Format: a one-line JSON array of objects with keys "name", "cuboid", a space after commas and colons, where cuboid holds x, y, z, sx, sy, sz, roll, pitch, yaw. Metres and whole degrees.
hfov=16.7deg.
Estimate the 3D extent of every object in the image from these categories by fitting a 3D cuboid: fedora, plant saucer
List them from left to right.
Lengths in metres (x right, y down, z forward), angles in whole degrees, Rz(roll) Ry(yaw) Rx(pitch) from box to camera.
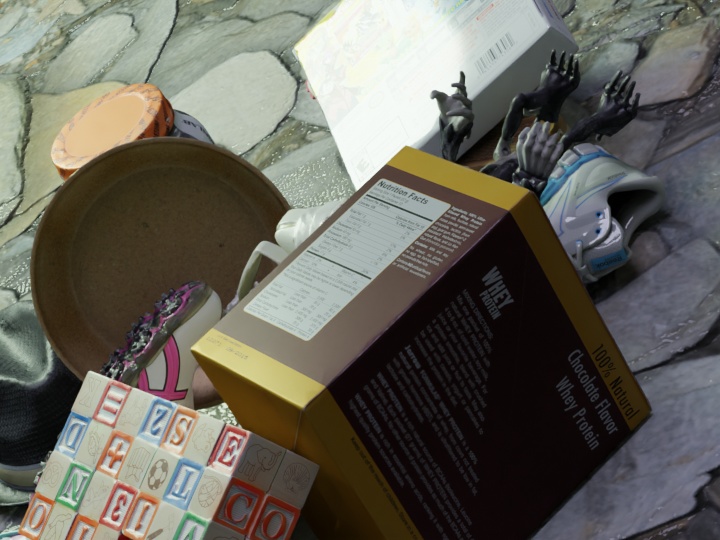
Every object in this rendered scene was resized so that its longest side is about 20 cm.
[{"name": "fedora", "cuboid": [-0.246, 0.086, 1.867, 0.199, 0.092, 0.201, -23, 33, 16]}, {"name": "plant saucer", "cuboid": [-0.135, 0.000, 1.753, 0.199, 0.201, 0.035, -28, 14, 6]}]

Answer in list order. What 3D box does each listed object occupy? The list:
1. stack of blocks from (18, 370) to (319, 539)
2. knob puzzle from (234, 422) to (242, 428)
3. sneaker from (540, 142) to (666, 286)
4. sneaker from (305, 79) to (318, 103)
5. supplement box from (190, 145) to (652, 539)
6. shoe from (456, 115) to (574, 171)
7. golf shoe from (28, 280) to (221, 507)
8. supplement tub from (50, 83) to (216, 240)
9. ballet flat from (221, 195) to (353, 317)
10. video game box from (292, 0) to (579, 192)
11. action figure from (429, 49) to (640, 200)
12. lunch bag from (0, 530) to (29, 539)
[{"name": "stack of blocks", "cuboid": [-0.122, 0.142, 1.521, 0.199, 0.058, 0.116, 14, 78, 54]}, {"name": "knob puzzle", "cuboid": [-0.058, 0.097, 1.666, 0.220, 0.030, 0.220, -52, 1, 1]}, {"name": "sneaker", "cuboid": [0.137, -0.011, 1.697, 0.086, 0.075, 0.200, 18, 57, 44]}, {"name": "sneaker", "cuboid": [0.041, -0.168, 1.963, 0.199, 0.075, 0.080, -4, 6, 38]}, {"name": "supplement box", "cuboid": [0.041, 0.069, 1.545, 0.200, 0.198, 0.132, -43, 35, -17]}, {"name": "shoe", "cuboid": [0.105, -0.084, 1.842, 0.070, 0.053, 0.200, -56, 24, -11]}, {"name": "golf shoe", "cuboid": [-0.147, 0.102, 1.721, 0.201, 0.092, 0.073, -57, 16, 3]}, {"name": "supplement tub", "cuboid": [-0.141, -0.034, 1.841, 0.122, 0.201, 0.123, -21, 33, 15]}, {"name": "ballet flat", "cuboid": [-0.041, -0.002, 1.662, 0.200, 0.071, 0.072, -50, 12, 47]}, {"name": "video game box", "cuboid": [0.053, -0.168, 1.863, 0.200, 0.047, 0.183, -41, 48, 20]}, {"name": "action figure", "cuboid": [0.093, -0.080, 1.669, 0.119, 0.102, 0.200, 32, 57, 28]}, {"name": "lunch bag", "cuboid": [-0.205, 0.237, 1.641, 0.199, 0.077, 0.161, -9, 39, 30]}]
